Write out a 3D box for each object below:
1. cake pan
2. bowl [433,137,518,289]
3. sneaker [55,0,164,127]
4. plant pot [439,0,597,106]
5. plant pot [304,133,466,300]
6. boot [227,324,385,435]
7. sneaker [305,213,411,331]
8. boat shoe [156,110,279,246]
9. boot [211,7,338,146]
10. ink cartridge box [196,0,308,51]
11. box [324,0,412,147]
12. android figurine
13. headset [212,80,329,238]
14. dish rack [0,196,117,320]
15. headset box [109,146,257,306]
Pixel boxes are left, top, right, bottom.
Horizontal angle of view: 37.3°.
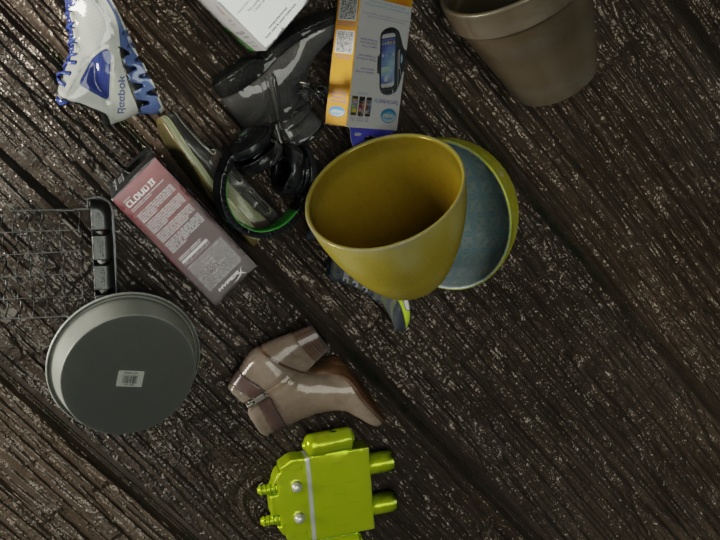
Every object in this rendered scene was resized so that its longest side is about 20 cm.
[{"bbox_3d":[-0.296,0.125,1.356,0.198,0.037,0.203,-11,120,-19],"label":"cake pan"},{"bbox_3d":[0.131,-0.087,1.407,0.107,0.198,0.203,-32,113,-51],"label":"bowl"},{"bbox_3d":[-0.328,-0.257,1.280,0.114,0.081,0.201,-29,108,-10],"label":"sneaker"},{"bbox_3d":[0.223,-0.314,1.370,0.199,0.200,0.174,-36,123,-5],"label":"plant pot"},{"bbox_3d":[0.045,-0.048,1.313,0.198,0.201,0.143,-28,134,-8],"label":"plant pot"},{"bbox_3d":[-0.077,0.173,1.443,0.146,0.070,0.201,-38,106,2],"label":"boot"},{"bbox_3d":[0.000,0.000,1.428,0.080,0.074,0.201,-33,100,1],"label":"sneaker"},{"bbox_3d":[-0.178,-0.125,1.355,0.066,0.072,0.202,-41,109,-14],"label":"boat shoe"},{"bbox_3d":[-0.080,-0.236,1.366,0.199,0.070,0.132,-32,114,1],"label":"boot"},{"bbox_3d":[-0.169,-0.360,1.267,0.200,0.145,0.084,43,88,-18],"label":"ink cartridge box"},{"bbox_3d":[0.010,-0.259,1.357,0.118,0.041,0.203,-6,107,-55],"label":"box"},{"bbox_3d":[-0.046,0.309,1.486,0.197,0.041,0.185,-6,102,-15],"label":"android figurine"},{"bbox_3d":[-0.099,-0.136,1.310,0.123,0.094,0.202,26,85,-33],"label":"headset"},{"bbox_3d":[-0.404,-0.010,1.324,0.197,0.055,0.156,-3,100,-12],"label":"dish rack"},{"bbox_3d":[-0.227,-0.065,1.308,0.075,0.149,0.200,-43,109,-3],"label":"headset box"}]
